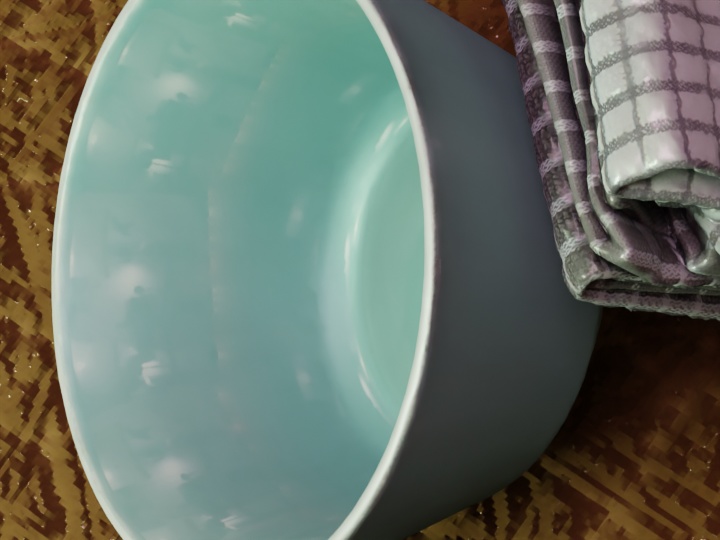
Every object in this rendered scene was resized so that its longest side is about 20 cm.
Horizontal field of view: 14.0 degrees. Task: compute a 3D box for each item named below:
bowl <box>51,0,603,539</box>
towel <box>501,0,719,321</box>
[{"bbox_3d":[0.000,0.000,0.892,0.201,0.105,0.201,-7,81,53],"label":"bowl"},{"bbox_3d":[0.125,-0.063,0.864,0.086,0.200,0.166,-35,56,46],"label":"towel"}]
